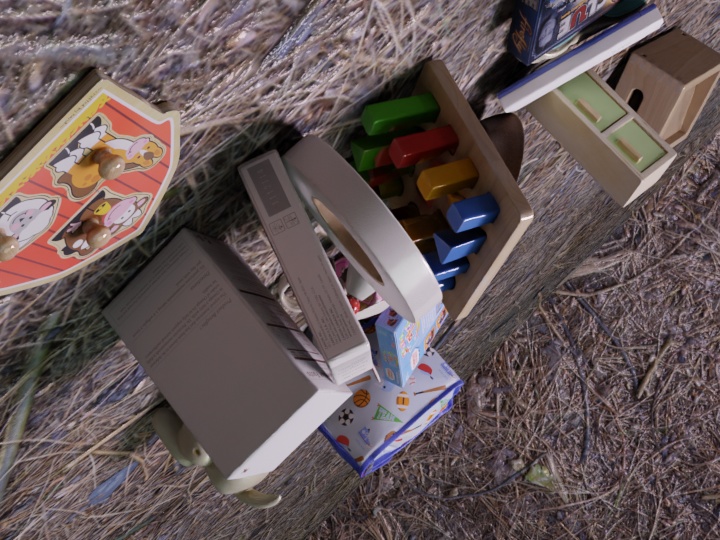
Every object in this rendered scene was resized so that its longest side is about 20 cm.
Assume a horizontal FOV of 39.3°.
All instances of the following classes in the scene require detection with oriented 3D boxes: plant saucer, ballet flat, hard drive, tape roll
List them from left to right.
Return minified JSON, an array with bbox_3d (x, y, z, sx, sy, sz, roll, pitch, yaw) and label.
[{"bbox_3d":[0.000,-0.038,0.942,0.037,0.203,0.203,-40,165,-5],"label":"tape roll"},{"bbox_3d":[0.132,-0.105,1.235,0.201,0.036,0.202,-56,-157,38],"label":"plant saucer"},{"bbox_3d":[0.260,-0.249,1.197,0.198,0.026,0.132,-29,-178,17],"label":"hard drive"},{"bbox_3d":[0.253,-0.297,1.163,0.198,0.068,0.062,-29,-179,-22],"label":"ballet flat"}]

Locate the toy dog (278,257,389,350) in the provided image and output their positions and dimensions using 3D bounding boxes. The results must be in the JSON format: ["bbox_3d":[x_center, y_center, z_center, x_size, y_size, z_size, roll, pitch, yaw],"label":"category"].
[{"bbox_3d":[0.000,0.000,1.246,0.199,0.132,0.097,-38,-164,10],"label":"toy dog"}]

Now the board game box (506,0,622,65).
[{"bbox_3d":[0.241,-0.318,1.058,0.199,0.035,0.136,-36,153,-22],"label":"board game box"}]

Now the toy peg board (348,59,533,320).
[{"bbox_3d":[0.058,-0.070,1.044,0.097,0.201,0.201,-16,154,-25],"label":"toy peg board"}]

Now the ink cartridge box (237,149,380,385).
[{"bbox_3d":[-0.045,0.010,0.952,0.044,0.202,0.176,-25,162,-4],"label":"ink cartridge box"}]

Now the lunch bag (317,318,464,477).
[{"bbox_3d":[0.021,0.182,1.481,0.199,0.170,0.124,-36,159,-24],"label":"lunch bag"}]

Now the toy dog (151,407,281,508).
[{"bbox_3d":[-0.131,0.174,1.226,0.200,0.196,0.139,-43,154,29],"label":"toy dog"}]

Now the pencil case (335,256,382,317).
[{"bbox_3d":[0.025,0.018,1.378,0.082,0.088,0.199,-28,172,23],"label":"pencil case"}]

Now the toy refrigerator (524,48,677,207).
[{"bbox_3d":[0.304,-0.187,1.297,0.075,0.201,0.070,-33,163,-25],"label":"toy refrigerator"}]

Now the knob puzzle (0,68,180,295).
[{"bbox_3d":[-0.201,-0.045,0.744,0.219,0.031,0.220,-40,165,-13],"label":"knob puzzle"}]

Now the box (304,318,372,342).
[{"bbox_3d":[-0.031,0.114,1.568,0.199,0.044,0.161,-27,158,-44],"label":"box"}]

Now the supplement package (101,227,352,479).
[{"bbox_3d":[-0.123,0.078,0.946,0.117,0.201,0.117,-42,165,6],"label":"supplement package"}]

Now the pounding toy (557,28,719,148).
[{"bbox_3d":[0.453,-0.269,1.629,0.183,0.142,0.202,-30,150,-40],"label":"pounding toy"}]

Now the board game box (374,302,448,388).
[{"bbox_3d":[0.089,0.042,1.400,0.201,0.036,0.152,-57,156,-27],"label":"board game box"}]
